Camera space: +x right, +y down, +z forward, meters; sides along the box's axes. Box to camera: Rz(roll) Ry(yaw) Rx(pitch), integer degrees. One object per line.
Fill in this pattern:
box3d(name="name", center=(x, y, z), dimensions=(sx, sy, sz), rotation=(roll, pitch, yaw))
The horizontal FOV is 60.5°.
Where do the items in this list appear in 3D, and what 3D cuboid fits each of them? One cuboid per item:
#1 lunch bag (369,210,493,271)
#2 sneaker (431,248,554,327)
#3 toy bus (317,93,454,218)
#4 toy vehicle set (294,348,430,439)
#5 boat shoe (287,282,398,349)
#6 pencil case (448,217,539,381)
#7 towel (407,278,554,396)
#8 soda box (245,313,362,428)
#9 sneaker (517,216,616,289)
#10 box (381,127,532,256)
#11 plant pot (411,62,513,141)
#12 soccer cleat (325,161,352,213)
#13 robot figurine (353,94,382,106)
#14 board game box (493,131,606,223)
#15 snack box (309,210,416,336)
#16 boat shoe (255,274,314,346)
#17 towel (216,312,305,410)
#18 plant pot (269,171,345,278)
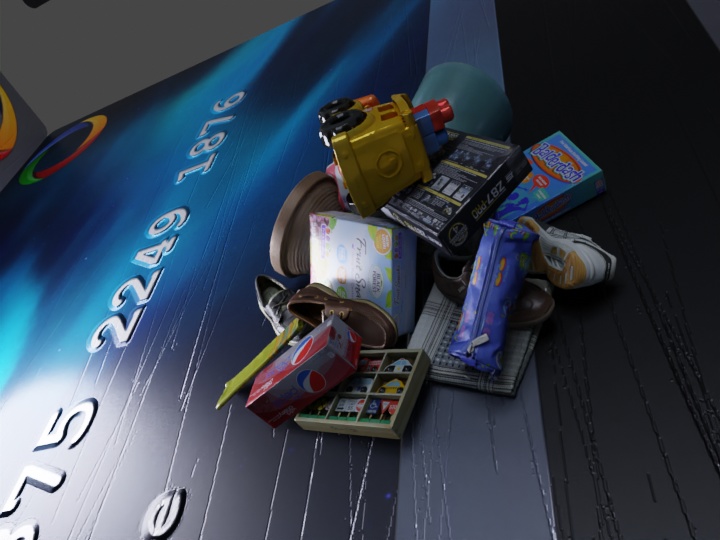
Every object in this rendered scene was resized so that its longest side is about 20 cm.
box3d(name="lunch bag", center=(0.125, -0.103, 1.036), dimensions=(0.197, 0.140, 0.169), rotation=(-8, 39, 50))
box3d(name="sneaker", center=(0.179, 0.021, 0.884), dimensions=(0.196, 0.076, 0.071), rotation=(16, 58, 42))
box3d(name="toy bus", center=(0.043, -0.196, 0.903), dimensions=(0.187, 0.138, 0.202), rotation=(-24, 29, 6))
box3d(name="toy vehicle set", center=(0.000, 0.176, 0.902), dimensions=(0.196, 0.027, 0.126), rotation=(-9, 43, 42))
box3d(name="boat shoe", center=(-0.032, 0.078, 0.955), dimensions=(0.196, 0.075, 0.067), rotation=(20, 26, 34))
box3d(name="pencil case", center=(0.173, 0.033, 0.810), dimensions=(0.076, 0.086, 0.207), rotation=(16, 89, 22))
box3d(name="towel", center=(0.169, 0.080, 0.908), dimensions=(0.188, 0.035, 0.203), rotation=(4, 50, 38))
box3d(name="soda box", center=(-0.086, 0.154, 0.925), dimensions=(0.199, 0.063, 0.071), rotation=(-39, 22, 31))
box3d(name="sneaker", center=(0.298, -0.025, 0.915), dimensions=(0.084, 0.078, 0.201), rotation=(-3, 24, -14))
box3d(name="box", center=(0.122, -0.121, 0.872), dimensions=(0.162, 0.049, 0.199), rotation=(-48, 31, -3))
box3d(name="plant pot", center=(0.161, -0.245, 1.139), dimensions=(0.196, 0.203, 0.163), rotation=(9, 54, 41))
box3d(name="soccer cleat", center=(0.003, -0.107, 1.104), dimensions=(0.074, 0.205, 0.067), rotation=(-9, 24, 29))
box3d(name="robot figurine", center=(0.038, -0.239, 1.217), dimensions=(0.114, 0.202, 0.145), rotation=(-29, 33, 9))
box3d(name="board game box", center=(0.291, -0.141, 1.054), dimensions=(0.196, 0.045, 0.154), rotation=(-29, 37, 6))
box3d(name="snack box", center=(0.000, 0.000, 1.006), dimensions=(0.066, 0.175, 0.196), rotation=(-12, 18, -44))
box3d(name="boat shoe", center=(-0.143, 0.068, 1.119), dimensions=(0.071, 0.067, 0.200), rotation=(-38, 38, -13))
box3d(name="towel", center=(-0.163, 0.145, 1.023), dimensions=(0.199, 0.018, 0.086), rotation=(-44, 7, 9))
box3d(name="plant pot", center=(-0.075, -0.069, 1.145), dimensions=(0.091, 0.203, 0.203), rotation=(26, 61, 18))
